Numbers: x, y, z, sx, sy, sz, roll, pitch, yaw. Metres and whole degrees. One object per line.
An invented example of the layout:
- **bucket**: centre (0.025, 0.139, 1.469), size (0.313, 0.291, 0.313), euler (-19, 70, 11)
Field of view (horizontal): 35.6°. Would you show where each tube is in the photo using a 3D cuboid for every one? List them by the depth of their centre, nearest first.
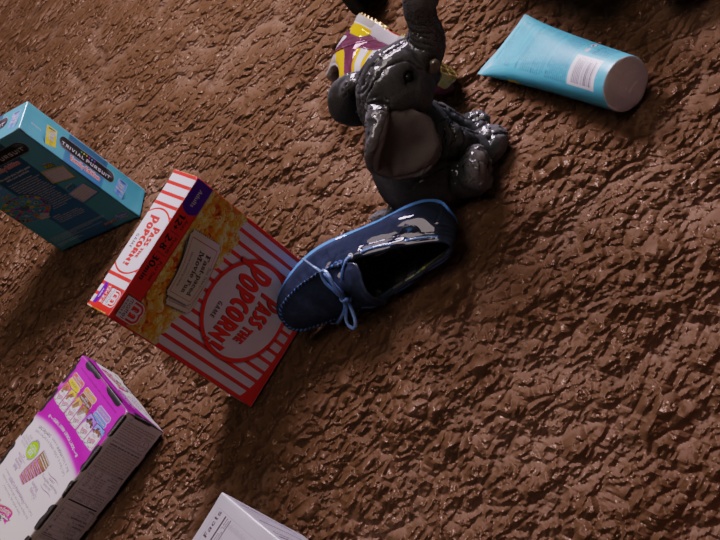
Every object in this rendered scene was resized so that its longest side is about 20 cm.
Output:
- **tube**: centre (0.190, -0.199, 1.073), size (0.077, 0.050, 0.200), euler (-48, 35, -3)

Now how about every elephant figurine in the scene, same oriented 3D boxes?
- **elephant figurine**: centre (0.036, -0.151, 1.052), size (0.141, 0.200, 0.155), euler (4, 63, 43)

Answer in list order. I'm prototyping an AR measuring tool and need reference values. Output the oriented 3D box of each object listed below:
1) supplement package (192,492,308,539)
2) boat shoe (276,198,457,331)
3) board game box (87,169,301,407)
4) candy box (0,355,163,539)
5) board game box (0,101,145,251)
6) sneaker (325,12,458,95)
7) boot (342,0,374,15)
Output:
- **supplement package**: centre (-0.053, 0.279, 0.878), size (0.200, 0.110, 0.114), euler (26, 80, 49)
- **boat shoe**: centre (0.000, 0.000, 1.060), size (0.200, 0.084, 0.069), euler (-37, 31, 19)
- **board game box**: centre (-0.142, 0.021, 1.085), size (0.046, 0.200, 0.152), euler (20, 76, 48)
- **candy box**: centre (-0.318, 0.210, 1.209), size (0.200, 0.061, 0.136), euler (-51, 41, -2)
- **board game box**: centre (-0.399, -0.114, 1.421), size (0.151, 0.200, 0.047), euler (-20, 49, 30)
- **sneaker**: centre (0.030, -0.209, 1.210), size (0.090, 0.075, 0.200), euler (-55, 33, 7)
- **boot**: centre (0.043, -0.414, 1.339), size (0.158, 0.079, 0.211), euler (-20, 48, 31)
